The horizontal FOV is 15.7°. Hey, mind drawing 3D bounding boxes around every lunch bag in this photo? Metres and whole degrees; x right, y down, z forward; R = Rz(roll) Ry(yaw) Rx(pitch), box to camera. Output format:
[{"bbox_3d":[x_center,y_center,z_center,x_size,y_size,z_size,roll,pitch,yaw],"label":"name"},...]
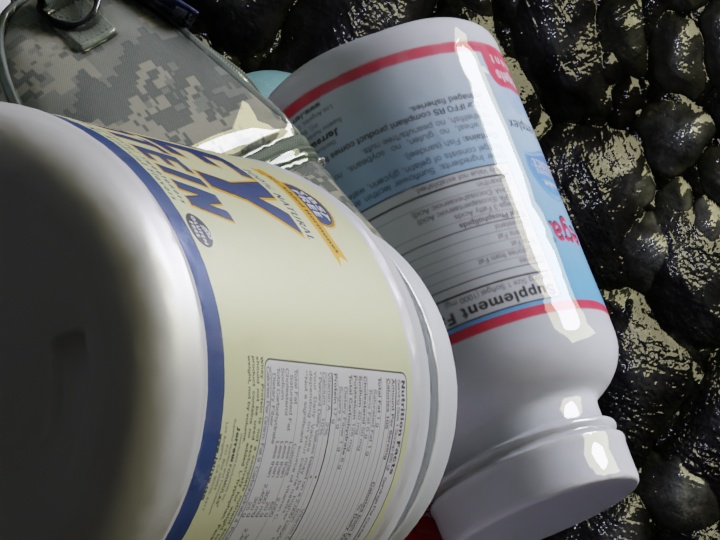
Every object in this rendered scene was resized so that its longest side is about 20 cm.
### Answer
[{"bbox_3d":[-0.103,0.002,1.012,0.168,0.139,0.200,48,-43,11],"label":"lunch bag"}]

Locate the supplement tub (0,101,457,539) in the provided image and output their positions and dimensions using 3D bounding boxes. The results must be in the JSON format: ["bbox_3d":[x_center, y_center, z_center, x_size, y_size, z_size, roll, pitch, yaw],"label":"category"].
[{"bbox_3d":[-0.067,0.034,0.745,0.146,0.145,0.200,61,20,17],"label":"supplement tub"}]

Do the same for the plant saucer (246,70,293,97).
[{"bbox_3d":[0.000,0.000,1.162,0.200,0.036,0.201,33,47,-44],"label":"plant saucer"}]

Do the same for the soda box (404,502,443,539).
[{"bbox_3d":[-0.028,0.155,1.120,0.063,0.200,0.070,13,35,-42],"label":"soda box"}]

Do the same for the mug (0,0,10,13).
[{"bbox_3d":[-0.223,-0.143,1.098,0.176,0.147,0.200,60,29,7],"label":"mug"}]

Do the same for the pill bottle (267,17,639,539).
[{"bbox_3d":[0.038,0.008,1.056,0.109,0.108,0.201,71,-3,-74],"label":"pill bottle"}]
